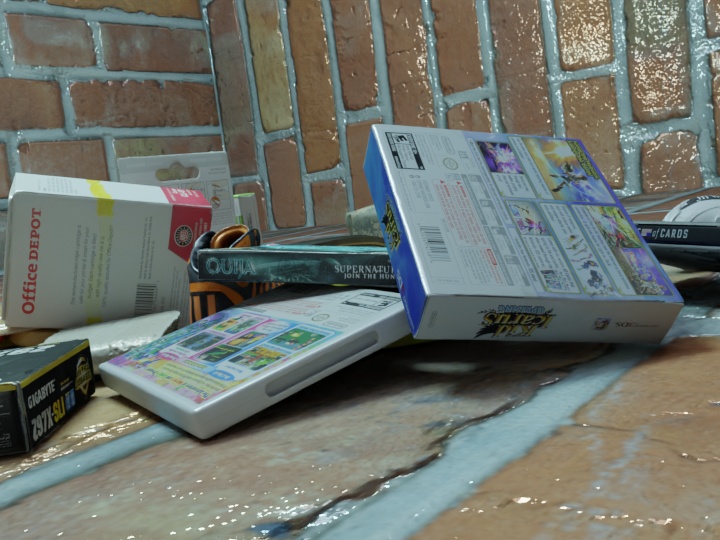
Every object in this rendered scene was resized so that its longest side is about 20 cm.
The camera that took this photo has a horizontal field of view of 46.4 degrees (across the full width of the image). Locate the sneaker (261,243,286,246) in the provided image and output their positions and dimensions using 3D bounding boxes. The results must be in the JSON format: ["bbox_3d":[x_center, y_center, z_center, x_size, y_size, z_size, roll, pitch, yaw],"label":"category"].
[{"bbox_3d":[-0.070,0.008,0.977,0.199,0.080,0.096,-7,8,4],"label":"sneaker"}]

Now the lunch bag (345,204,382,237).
[{"bbox_3d":[0.105,-0.056,1.189,0.164,0.118,0.200,-4,12,42],"label":"lunch bag"}]

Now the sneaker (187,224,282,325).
[{"bbox_3d":[-0.099,0.008,0.834,0.077,0.113,0.200,-5,6,23],"label":"sneaker"}]

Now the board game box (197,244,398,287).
[{"bbox_3d":[-0.018,-0.006,0.712,0.199,0.028,0.135,1,4,26],"label":"board game box"}]

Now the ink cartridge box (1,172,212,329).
[{"bbox_3d":[-0.270,-0.018,0.895,0.199,0.146,0.083,4,18,-23],"label":"ink cartridge box"}]

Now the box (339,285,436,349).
[{"bbox_3d":[0.040,0.032,0.757,0.117,0.049,0.200,-8,4,-6],"label":"box"}]

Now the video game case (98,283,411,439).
[{"bbox_3d":[-0.076,0.054,0.612,0.182,0.024,0.200,-25,16,-30],"label":"video game case"}]

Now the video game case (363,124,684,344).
[{"bbox_3d":[0.108,-0.031,0.615,0.180,0.046,0.200,1,41,-13],"label":"video game case"}]

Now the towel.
[{"bbox_3d":[-0.236,0.072,0.783,0.132,0.035,0.200,-10,5,-4],"label":"towel"}]

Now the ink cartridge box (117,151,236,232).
[{"bbox_3d":[-0.227,-0.040,1.030,0.050,0.201,0.162,-2,7,44],"label":"ink cartridge box"}]

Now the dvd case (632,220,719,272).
[{"bbox_3d":[0.310,-0.017,0.734,0.150,0.025,0.200,12,-1,-27],"label":"dvd case"}]

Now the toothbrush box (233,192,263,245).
[{"bbox_3d":[-0.240,-0.023,1.163,0.199,0.146,0.086,-6,6,11],"label":"toothbrush box"}]

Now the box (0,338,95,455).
[{"bbox_3d":[-0.302,0.094,0.577,0.199,0.050,0.160,-8,4,-2],"label":"box"}]

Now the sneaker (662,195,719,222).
[{"bbox_3d":[0.421,-0.046,0.877,0.199,0.075,0.115,-5,2,-15],"label":"sneaker"}]

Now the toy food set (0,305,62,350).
[{"bbox_3d":[-0.401,0.068,0.965,0.199,0.049,0.198,-10,6,-21],"label":"toy food set"}]

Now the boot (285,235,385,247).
[{"bbox_3d":[0.000,0.000,0.886,0.073,0.076,0.200,3,1,44],"label":"boot"}]
